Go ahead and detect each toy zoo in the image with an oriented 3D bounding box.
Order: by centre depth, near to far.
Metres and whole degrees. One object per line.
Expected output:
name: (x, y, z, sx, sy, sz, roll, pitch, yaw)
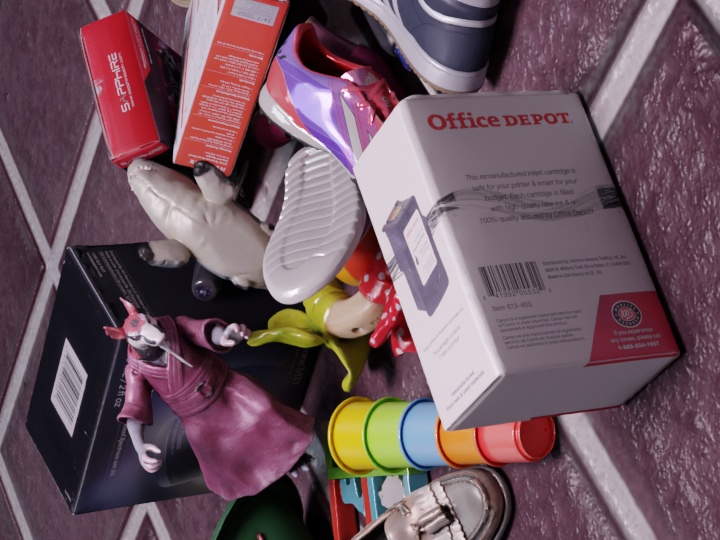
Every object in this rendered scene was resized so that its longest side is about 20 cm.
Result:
toy zoo: (0.019, 0.216, 1.632, 0.131, 0.020, 0.202, -12, 84, 59)

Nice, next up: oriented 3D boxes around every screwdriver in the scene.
screwdriver: (0.048, -0.141, 1.507, 0.201, 0.028, 0.029, 60, 174, 41)
screwdriver: (-0.116, -0.038, 1.728, 0.201, 0.029, 0.028, -84, -24, -56)

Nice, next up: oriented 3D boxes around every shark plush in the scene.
shark plush: (-0.095, -0.031, 1.652, 0.092, 0.199, 0.083, -67, 21, 6)

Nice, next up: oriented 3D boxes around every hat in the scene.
hat: (-0.024, 0.280, 1.666, 0.175, 0.165, 0.202, 13, 87, 27)

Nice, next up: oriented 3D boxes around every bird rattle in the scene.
bird rattle: (0.000, 0.000, 1.564, 0.200, 0.112, 0.165, -35, 48, 53)

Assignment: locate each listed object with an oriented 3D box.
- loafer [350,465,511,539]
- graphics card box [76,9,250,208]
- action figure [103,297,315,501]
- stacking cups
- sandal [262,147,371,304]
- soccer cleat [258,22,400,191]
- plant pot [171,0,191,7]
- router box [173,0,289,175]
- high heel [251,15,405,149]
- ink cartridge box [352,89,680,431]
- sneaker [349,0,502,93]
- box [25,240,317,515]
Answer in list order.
loafer: (0.032, 0.209, 1.535, 0.200, 0.062, 0.072, -40, 64, 42)
graphics card box: (-0.164, -0.126, 1.749, 0.050, 0.200, 0.127, -21, 69, 12)
action figure: (-0.122, 0.084, 1.607, 0.134, 0.200, 0.149, -38, 25, 8)
stacking cups: (0.057, 0.122, 1.495, 0.199, 0.060, 0.061, -3, 91, 52)
sandal: (-0.021, -0.035, 1.530, 0.082, 0.050, 0.203, -24, 30, 22)
soccer cleat: (0.010, -0.105, 1.507, 0.199, 0.068, 0.074, 36, 122, 24)
plant pot: (-0.231, -0.333, 1.823, 0.200, 0.182, 0.203, 13, 105, 58)
router box: (-0.102, -0.211, 1.663, 0.201, 0.048, 0.180, -90, 17, -46)
high heel: (-0.026, -0.127, 1.645, 0.096, 0.068, 0.200, 37, 150, 2)
ink cartridge box: (0.098, -0.010, 1.338, 0.084, 0.144, 0.202, -50, 52, 50)
sneaker: (0.039, -0.228, 1.481, 0.200, 0.070, 0.109, 52, 141, 34)
box: (-0.156, 0.084, 1.739, 0.123, 0.197, 0.201, 52, 136, 39)
